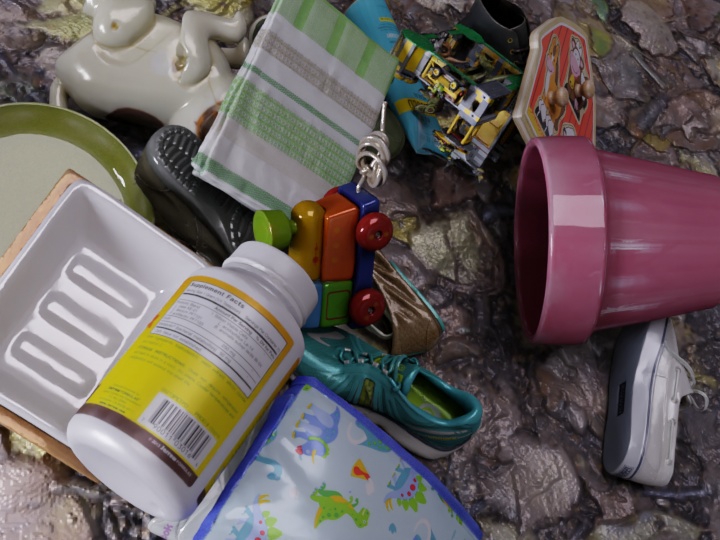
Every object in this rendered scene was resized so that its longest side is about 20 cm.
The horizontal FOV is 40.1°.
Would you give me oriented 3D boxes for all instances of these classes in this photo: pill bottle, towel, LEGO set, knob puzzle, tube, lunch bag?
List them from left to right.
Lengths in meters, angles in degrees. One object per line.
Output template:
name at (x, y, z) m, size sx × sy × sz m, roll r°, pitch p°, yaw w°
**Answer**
pill bottle at (-0.115, 0.075, 0.731) m, size 0.109 × 0.109 × 0.200 m, roll 36°, pitch 60°, yaw 1°
towel at (-0.055, -0.140, 0.889) m, size 0.149 × 0.031 × 0.201 m, roll 33°, pitch 75°, yaw -37°
lunch bag at (-0.027, 0.206, 0.747) m, size 0.200 × 0.127 × 0.170 m, roll 52°, pitch 50°, yaw -25°
tube at (0.041, -0.207, 1.083) m, size 0.077 × 0.050 × 0.201 m, roll -2°, pitch 62°, yaw -49°
LEGO set at (0.093, -0.169, 1.027) m, size 0.153 × 0.116 × 0.200 m, roll 36°, pitch 29°, yaw 7°
knob puzzle at (0.228, -0.183, 1.061) m, size 0.219 × 0.030 × 0.222 m, roll 3°, pitch 87°, yaw -57°

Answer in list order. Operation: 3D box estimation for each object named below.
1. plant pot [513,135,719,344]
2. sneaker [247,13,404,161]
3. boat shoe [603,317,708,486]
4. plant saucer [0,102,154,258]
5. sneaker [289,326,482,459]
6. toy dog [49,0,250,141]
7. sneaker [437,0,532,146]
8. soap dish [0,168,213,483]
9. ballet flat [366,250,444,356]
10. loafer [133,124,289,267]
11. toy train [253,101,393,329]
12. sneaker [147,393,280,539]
plant pot at (0.249, -0.027, 0.946) m, size 0.177 × 0.200 × 0.201 m, roll 1°, pitch 60°, yaw 0°
sneaker at (-0.030, -0.175, 0.982) m, size 0.200 × 0.090 × 0.067 m, roll 41°, pitch 93°, yaw -18°
boat shoe at (0.303, 0.120, 0.986) m, size 0.086 × 0.075 × 0.203 m, roll 21°, pitch 59°, yaw -9°
plant saucer at (-0.281, -0.049, 0.859) m, size 0.199 × 0.031 × 0.202 m, roll 8°, pitch 69°, yaw -22°
sneaker at (0.020, 0.094, 0.885) m, size 0.199 × 0.080 × 0.078 m, roll 27°, pitch 56°, yaw -5°
toy dog at (-0.173, -0.171, 0.926) m, size 0.199 × 0.140 × 0.194 m, roll 36°, pitch 68°, yaw 1°
sneaker at (0.184, -0.218, 1.110) m, size 0.200 × 0.106 × 0.075 m, roll 37°, pitch 55°, yaw 0°
soap dish at (-0.224, 0.043, 0.790) m, size 0.157 × 0.081 × 0.201 m, roll 35°, pitch 63°, yaw -13°
ballet flat at (0.000, 0.000, 0.949) m, size 0.072 × 0.068 × 0.201 m, roll -31°, pitch 80°, yaw -12°
loafer at (-0.129, -0.042, 0.896) m, size 0.200 × 0.069 × 0.075 m, roll 53°, pitch 47°, yaw -18°
toy train at (-0.039, -0.044, 0.837) m, size 0.115 × 0.201 × 0.085 m, roll -8°, pitch 26°, yaw -28°
sneaker at (-0.122, 0.129, 0.810) m, size 0.099 × 0.075 × 0.201 m, roll 14°, pitch 58°, yaw -15°
